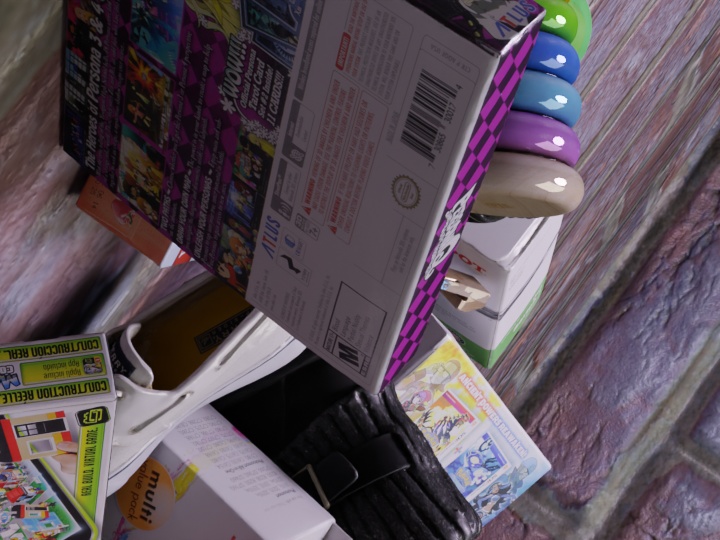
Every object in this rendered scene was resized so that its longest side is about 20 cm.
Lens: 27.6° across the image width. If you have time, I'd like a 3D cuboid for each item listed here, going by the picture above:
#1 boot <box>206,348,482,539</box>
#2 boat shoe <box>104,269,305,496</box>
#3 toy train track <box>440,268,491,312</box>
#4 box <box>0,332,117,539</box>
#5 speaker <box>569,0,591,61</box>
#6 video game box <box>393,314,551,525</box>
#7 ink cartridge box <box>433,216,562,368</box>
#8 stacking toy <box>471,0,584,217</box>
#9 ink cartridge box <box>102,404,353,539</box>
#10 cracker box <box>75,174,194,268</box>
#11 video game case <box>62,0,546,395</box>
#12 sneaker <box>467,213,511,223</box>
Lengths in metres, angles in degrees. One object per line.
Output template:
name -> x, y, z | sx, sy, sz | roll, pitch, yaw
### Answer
boot -> -0.042, 0.130, 0.858 | 0.210, 0.159, 0.079 | -32, 174, 37
boat shoe -> -0.114, 0.053, 0.744 | 0.199, 0.071, 0.070 | -31, 152, -1
toy train track -> 0.000, 0.000, 0.879 | 0.199, 0.115, 0.033 | 17, 111, -41
box -> -0.173, 0.104, 0.675 | 0.109, 0.035, 0.201 | -7, 145, -18
speaker -> 0.100, -0.170, 0.967 | 0.089, 0.088, 0.200 | -57, 166, 11
video game box -> 0.021, 0.138, 0.995 | 0.182, 0.047, 0.200 | -39, 138, 0
ink cartridge box -> 0.060, -0.031, 1.028 | 0.085, 0.145, 0.200 | -51, 166, -18
stacking toy -> 0.079, -0.133, 0.754 | 0.085, 0.084, 0.203 | 31, 64, -76
ink cartridge box -> -0.096, 0.149, 0.804 | 0.068, 0.199, 0.116 | -8, 132, -60
cracker box -> -0.046, -0.082, 0.737 | 0.135, 0.057, 0.200 | -60, 166, 16
video game case -> -0.036, -0.067, 0.549 | 0.036, 0.180, 0.201 | -43, 162, -34
sneaker -> 0.041, -0.124, 0.842 | 0.076, 0.113, 0.202 | -54, 137, -75
